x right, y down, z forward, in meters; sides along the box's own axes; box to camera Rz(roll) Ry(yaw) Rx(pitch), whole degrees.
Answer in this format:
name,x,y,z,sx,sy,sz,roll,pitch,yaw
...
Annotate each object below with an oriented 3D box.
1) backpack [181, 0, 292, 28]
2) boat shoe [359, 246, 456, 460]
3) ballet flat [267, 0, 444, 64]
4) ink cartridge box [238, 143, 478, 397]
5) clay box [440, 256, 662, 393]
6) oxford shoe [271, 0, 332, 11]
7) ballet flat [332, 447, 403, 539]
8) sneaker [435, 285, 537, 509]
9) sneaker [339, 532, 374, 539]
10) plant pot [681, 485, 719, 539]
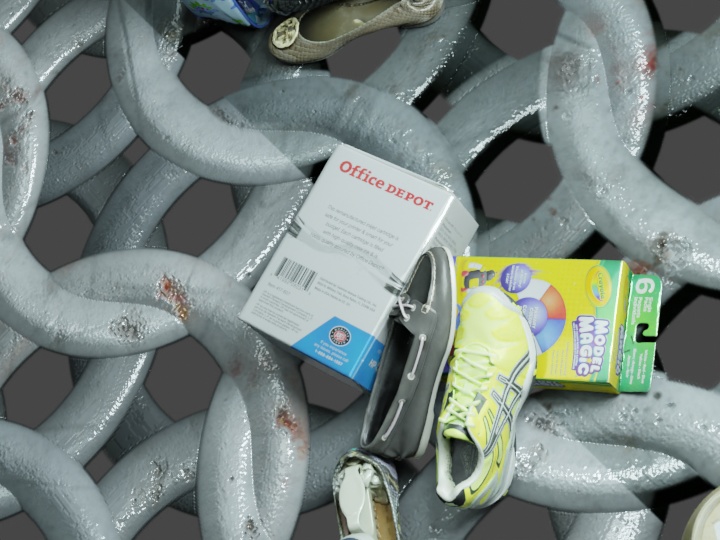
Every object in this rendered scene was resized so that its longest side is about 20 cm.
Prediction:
name,x,y,z,sx,sy,sz,roll,pitch,yaw
backpack,-0.132,-0.372,1.617,0.147,0.200,0.184,12,74,30
boat shoe,0.043,0.076,1.388,0.067,0.057,0.201,-147,64,-66
ballet flat,-0.010,-0.266,1.610,0.199,0.046,0.068,-11,65,20
ink cartridge box,0.000,0.000,1.477,0.146,0.084,0.200,26,81,31
clay box,0.168,0.048,1.402,0.199,0.048,0.115,1,73,26
oxford shoe,-0.029,-0.338,1.603,0.084,0.073,0.200,44,64,12
ballet flat,0.008,0.252,1.383,0.072,0.072,0.201,-18,64,17
sneaker,0.106,0.114,1.351,0.075,0.076,0.201,5,96,27
sneaker,-0.059,0.302,1.343,0.075,0.084,0.200,51,127,24
plant pot,0.318,0.229,1.175,0.187,0.200,0.188,-9,67,21
